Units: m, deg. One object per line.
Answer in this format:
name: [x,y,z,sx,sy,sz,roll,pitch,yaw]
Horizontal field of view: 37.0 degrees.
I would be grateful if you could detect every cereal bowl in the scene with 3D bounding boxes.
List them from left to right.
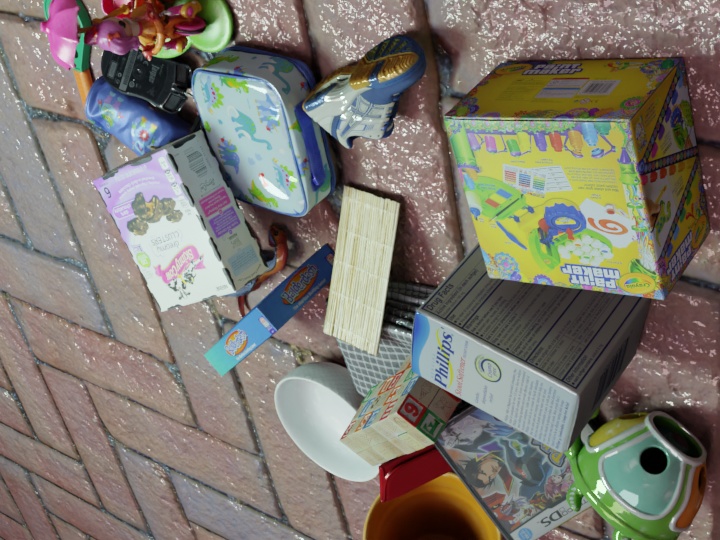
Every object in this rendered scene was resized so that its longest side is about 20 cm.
cereal bowl: [-0.028,0.213,1.610,0.199,0.083,0.201,26,139,24]

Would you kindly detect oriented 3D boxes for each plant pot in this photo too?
plant pot: [0.109,0.424,1.601,0.199,0.201,0.184,29,155,21]

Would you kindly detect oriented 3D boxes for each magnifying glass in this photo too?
magnifying glass: [-0.405,-0.309,1.546,0.079,0.022,0.201,22,135,29]

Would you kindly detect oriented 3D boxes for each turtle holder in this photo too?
turtle holder: [0.320,0.223,1.256,0.132,0.140,0.186,-58,41,28]

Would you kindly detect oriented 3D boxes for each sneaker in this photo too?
sneaker: [0.021,-0.195,1.203,0.088,0.075,0.199,46,152,-20]

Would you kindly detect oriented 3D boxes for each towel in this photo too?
towel: [0.057,0.104,1.424,0.199,0.086,0.167,10,131,39]

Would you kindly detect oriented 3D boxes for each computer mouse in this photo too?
computer mouse: [-0.264,-0.223,1.432,0.199,0.046,0.142,21,103,21]

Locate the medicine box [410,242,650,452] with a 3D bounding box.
medicine box: [0.185,0.066,1.179,0.199,0.182,0.104,27,139,24]

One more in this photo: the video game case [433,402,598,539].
video game case: [0.212,0.232,1.355,0.180,0.026,0.201,-35,100,16]

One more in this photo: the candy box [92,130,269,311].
candy box: [-0.234,-0.060,1.401,0.167,0.071,0.201,-15,106,43]

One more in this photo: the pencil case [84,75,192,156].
pencil case: [-0.291,-0.191,1.491,0.199,0.078,0.087,35,115,16]

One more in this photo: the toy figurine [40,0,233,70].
toy figurine: [-0.283,-0.291,1.286,0.199,0.184,0.151,24,129,19]

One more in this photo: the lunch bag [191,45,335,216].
lunch bag: [-0.114,-0.170,1.336,0.160,0.082,0.201,15,134,36]

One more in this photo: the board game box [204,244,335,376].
board game box: [-0.122,0.057,1.499,0.045,0.152,0.200,47,143,-2]

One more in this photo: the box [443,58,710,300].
box: [0.213,-0.092,1.054,0.199,0.122,0.194,8,129,39]

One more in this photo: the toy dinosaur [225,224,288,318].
toy dinosaur: [-0.156,-0.009,1.566,0.180,0.106,0.200,-1,157,34]

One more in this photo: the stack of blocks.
stack of blocks: [0.057,0.163,1.318,0.058,0.116,0.200,38,153,-6]

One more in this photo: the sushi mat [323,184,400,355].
sushi mat: [0.000,0.000,1.359,0.095,0.012,0.202,19,107,37]

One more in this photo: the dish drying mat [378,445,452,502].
dish drying mat: [0.114,0.240,1.410,0.018,0.199,0.077,50,154,41]
